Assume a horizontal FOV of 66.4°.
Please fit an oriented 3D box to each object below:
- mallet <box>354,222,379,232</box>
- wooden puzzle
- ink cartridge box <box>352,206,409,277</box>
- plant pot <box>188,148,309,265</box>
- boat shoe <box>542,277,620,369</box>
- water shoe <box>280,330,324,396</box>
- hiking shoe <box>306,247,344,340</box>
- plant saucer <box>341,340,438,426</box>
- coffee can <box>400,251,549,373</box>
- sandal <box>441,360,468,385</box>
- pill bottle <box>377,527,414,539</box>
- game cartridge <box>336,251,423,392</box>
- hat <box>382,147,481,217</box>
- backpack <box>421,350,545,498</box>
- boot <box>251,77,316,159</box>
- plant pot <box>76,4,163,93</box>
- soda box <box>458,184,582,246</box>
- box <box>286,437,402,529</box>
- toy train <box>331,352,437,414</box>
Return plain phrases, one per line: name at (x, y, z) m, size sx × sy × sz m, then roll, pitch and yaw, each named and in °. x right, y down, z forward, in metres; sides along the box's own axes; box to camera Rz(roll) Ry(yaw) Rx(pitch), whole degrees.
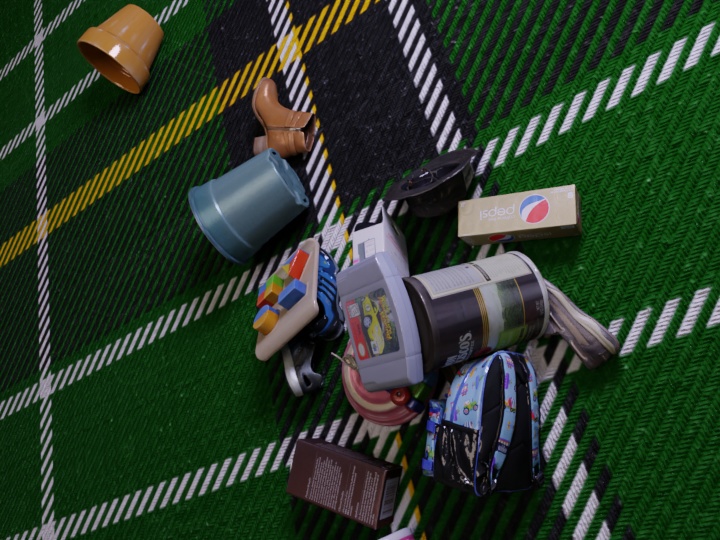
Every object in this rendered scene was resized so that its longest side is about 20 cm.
mallet at (0.000, 0.000, 1.096) m, size 0.065 × 0.041 × 0.203 m, roll 16°, pitch 90°, yaw 33°
wooden puzzle at (-0.151, 0.049, 1.078) m, size 0.185 × 0.046 × 0.201 m, roll -41°, pitch 34°, yaw 28°
ink cartridge box at (0.039, -0.001, 0.997) m, size 0.067 × 0.117 × 0.202 m, roll -16°, pitch 53°, yaw 22°
plant pot at (-0.229, -0.147, 1.189) m, size 0.195 × 0.200 × 0.202 m, roll -31°, pitch 63°, yaw 12°
boat shoe at (0.308, 0.074, 0.866) m, size 0.074 × 0.074 × 0.200 m, roll -50°, pitch 57°, yaw 10°
water shoe at (-0.122, 0.155, 1.121) m, size 0.078 × 0.072 × 0.202 m, roll -14°, pitch 64°, yaw -4°
hiking shoe at (-0.082, 0.038, 1.102) m, size 0.074 × 0.086 × 0.202 m, roll -24°, pitch 66°, yaw 23°
plant saucer at (0.044, 0.181, 1.012) m, size 0.198 × 0.051 × 0.203 m, roll -8°, pitch 74°, yaw 29°
coffee can at (0.167, 0.061, 0.855) m, size 0.198 × 0.147 × 0.148 m, roll -13°, pitch 64°, yaw -17°
sandal at (0.156, 0.118, 0.956) m, size 0.053 × 0.081 × 0.201 m, roll -13°, pitch 59°, yaw -18°
pill bottle at (0.067, 0.531, 0.870) m, size 0.113 × 0.113 × 0.202 m, roll -34°, pitch 63°, yaw 19°
game cartridge at (0.029, 0.081, 0.843) m, size 0.133 × 0.041 × 0.203 m, roll -25°, pitch 77°, yaw 47°
hat at (0.141, -0.147, 1.009) m, size 0.199 × 0.201 × 0.082 m, roll -22°, pitch 107°, yaw 25°
backpack at (0.190, 0.223, 0.834) m, size 0.134 × 0.181 × 0.203 m, roll -3°, pitch 78°, yaw 46°
boot at (-0.171, -0.355, 1.270) m, size 0.153 × 0.073 × 0.203 m, roll 0°, pitch 89°, yaw 32°
plant pot at (-0.674, -0.653, 1.591) m, size 0.199 × 0.200 × 0.185 m, roll 20°, pitch 73°, yaw 33°
soda box at (0.269, -0.091, 0.938) m, size 0.198 × 0.064 × 0.069 m, roll -4°, pitch 75°, yaw 30°
box at (-0.031, 0.379, 0.994) m, size 0.198 × 0.075 × 0.102 m, roll 8°, pitch 82°, yaw 31°
toy train at (0.047, 0.145, 0.946) m, size 0.199 × 0.085 × 0.116 m, roll 31°, pitch 83°, yaw 33°
